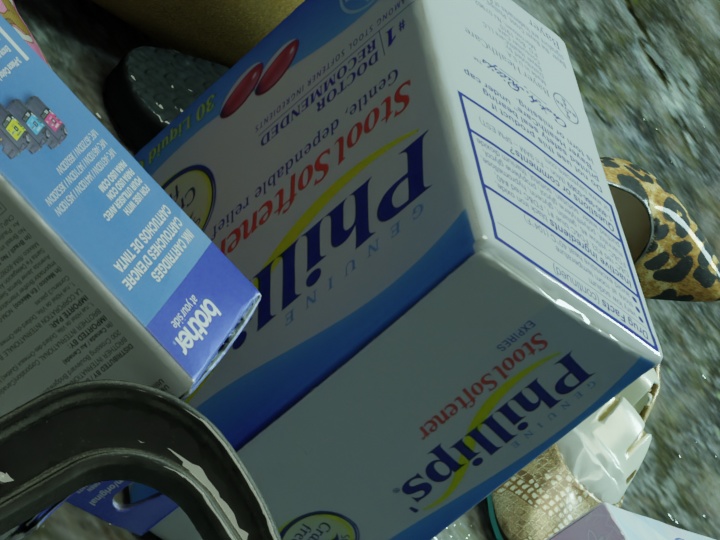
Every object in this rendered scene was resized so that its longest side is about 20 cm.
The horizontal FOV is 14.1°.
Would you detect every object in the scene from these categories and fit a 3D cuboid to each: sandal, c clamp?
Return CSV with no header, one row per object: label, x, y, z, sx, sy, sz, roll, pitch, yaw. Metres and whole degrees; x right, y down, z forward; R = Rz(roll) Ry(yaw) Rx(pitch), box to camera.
sandal,-0.033,-0.048,1.320,0.200,0.048,0.076,20,37,-30
c clamp,-0.093,0.129,0.830,0.200,0.027,0.171,-36,78,-26

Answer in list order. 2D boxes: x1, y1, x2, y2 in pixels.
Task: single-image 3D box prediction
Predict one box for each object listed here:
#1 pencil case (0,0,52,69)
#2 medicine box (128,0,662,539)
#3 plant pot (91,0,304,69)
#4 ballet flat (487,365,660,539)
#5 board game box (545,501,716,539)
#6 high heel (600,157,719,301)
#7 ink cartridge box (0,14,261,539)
pencil case,-0.153,-0.076,1.089,0.200,0.086,0.083,61,-7,22
medicine box,0.000,0.000,1.124,0.103,0.182,0.200,34,28,-32
plant pot,-0.084,-0.187,1.283,0.200,0.186,0.187,50,20,-36
ballet flat,0.105,0.072,1.357,0.071,0.065,0.200,46,24,-12
board game box,0.172,0.205,1.276,0.200,0.043,0.199,61,14,22
high heel,0.102,-0.016,1.460,0.199,0.072,0.143,30,20,-8
ink cartridge box,-0.129,0.010,0.931,0.200,0.136,0.076,49,29,-6
